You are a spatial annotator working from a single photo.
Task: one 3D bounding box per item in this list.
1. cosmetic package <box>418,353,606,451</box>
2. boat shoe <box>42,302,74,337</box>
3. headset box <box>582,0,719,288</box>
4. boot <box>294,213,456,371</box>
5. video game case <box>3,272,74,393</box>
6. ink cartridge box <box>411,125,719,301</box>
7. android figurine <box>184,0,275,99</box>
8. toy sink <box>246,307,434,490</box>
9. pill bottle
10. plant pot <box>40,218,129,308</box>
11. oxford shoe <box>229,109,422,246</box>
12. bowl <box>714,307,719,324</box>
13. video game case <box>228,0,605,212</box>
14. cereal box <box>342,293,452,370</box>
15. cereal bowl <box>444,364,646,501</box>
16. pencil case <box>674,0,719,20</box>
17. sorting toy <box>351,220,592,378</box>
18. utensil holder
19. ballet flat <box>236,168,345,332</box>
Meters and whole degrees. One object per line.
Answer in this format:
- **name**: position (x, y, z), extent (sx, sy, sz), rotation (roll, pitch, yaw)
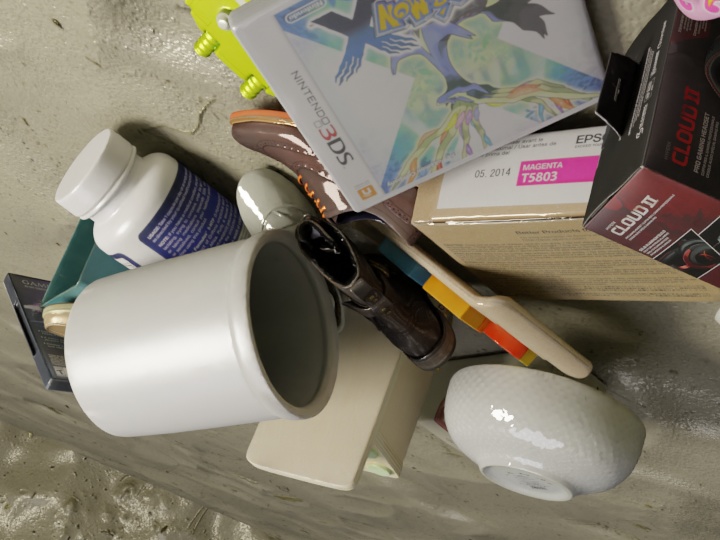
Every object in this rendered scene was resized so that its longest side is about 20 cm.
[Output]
- **cosmetic package**: position (0.177, 0.160, 1.051), extent (0.103, 0.088, 0.200), rotation (35, 150, -27)
- **boat shoe**: position (-0.254, 0.089, 0.972), extent (0.199, 0.065, 0.072), rotation (21, 156, -21)
- **headset box**: position (0.231, -0.068, 0.526), extent (0.199, 0.149, 0.075), rotation (24, 152, -3)
- **boot**: position (0.000, 0.000, 0.832), extent (0.174, 0.069, 0.200), rotation (41, -179, -39)
- **video game case**: position (-0.326, 0.078, 1.036), extent (0.143, 0.019, 0.200), rotation (16, -157, -44)
- **ink cartridge box**: position (0.167, -0.038, 0.682), extent (0.199, 0.075, 0.165), rotation (1, 157, 35)
- **android figurine**: position (-0.046, -0.186, 0.599), extent (0.182, 0.041, 0.200), rotation (43, 139, -17)
- **toy sink**: position (-0.014, 0.153, 0.966), extent (0.130, 0.201, 0.112), rotation (7, 149, 26)
- **pill bottle**: position (-0.204, -0.050, 0.914), extent (0.200, 0.120, 0.119), rotation (39, 149, -29)
- **plant pot**: position (-0.238, 0.012, 1.040), extent (0.200, 0.142, 0.141), rotation (31, 152, -27)
- **oxford shoe**: position (-0.030, -0.082, 0.752), extent (0.199, 0.073, 0.071), rotation (22, 179, 15)
- **bowl**: position (0.333, 0.044, 0.658), extent (0.108, 0.200, 0.200), rotation (45, 162, 24)
- **video game case**: position (0.047, -0.137, 0.567), extent (0.199, 0.022, 0.182), rotation (-24, 137, 12)
- **cereal box**: position (0.006, 0.042, 1.016), extent (0.199, 0.040, 0.144), rotation (18, 152, 11)
- **cereal bowl**: position (0.174, 0.172, 0.877), extent (0.199, 0.084, 0.200), rotation (17, 155, 8)
- **pencil case**: position (0.125, -0.208, 0.421), extent (0.200, 0.088, 0.087), rotation (33, 151, -18)
- **sorting toy**: position (0.096, 0.027, 0.808), extent (0.185, 0.037, 0.200), rotation (34, -179, -45)
- **utensil holder**: position (-0.145, 0.065, 0.819), extent (0.199, 0.171, 0.170), rotation (-12, 141, 22)
- **ballet flat**: position (-0.060, -0.013, 0.893), extent (0.069, 0.070, 0.201), rotation (2, 132, 34)
